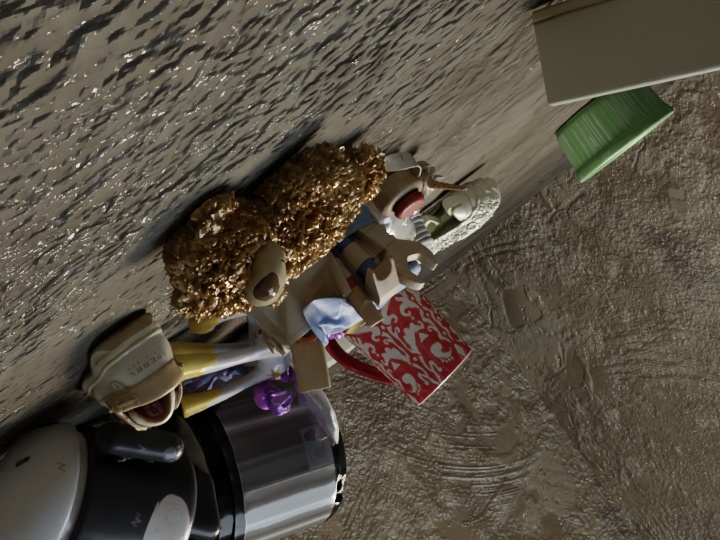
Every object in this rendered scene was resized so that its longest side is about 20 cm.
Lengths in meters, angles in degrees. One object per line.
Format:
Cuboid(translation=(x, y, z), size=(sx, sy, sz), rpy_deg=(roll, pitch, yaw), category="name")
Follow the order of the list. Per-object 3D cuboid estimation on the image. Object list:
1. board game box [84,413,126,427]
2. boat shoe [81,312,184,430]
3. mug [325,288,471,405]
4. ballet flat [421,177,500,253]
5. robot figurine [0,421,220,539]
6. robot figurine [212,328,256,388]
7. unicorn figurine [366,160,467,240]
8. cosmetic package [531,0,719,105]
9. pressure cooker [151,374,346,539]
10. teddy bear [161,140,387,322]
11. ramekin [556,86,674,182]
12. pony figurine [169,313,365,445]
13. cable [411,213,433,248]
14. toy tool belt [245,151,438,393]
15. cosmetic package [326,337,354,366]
Cuboid(translation=(-0.326, 0.250, 0.979), size=(0.159, 0.097, 0.200), rpy_deg=(-38, 175, 11), category="board game box")
Cuboid(translation=(-0.182, 0.097, 0.747), size=(0.073, 0.070, 0.200), rpy_deg=(-34, 174, -20), category="boat shoe")
Cuboid(translation=(0.043, 0.083, 1.273), size=(0.133, 0.200, 0.178), rpy_deg=(-43, 174, -23), category="mug")
Cuboid(translation=(0.117, -0.069, 1.307), size=(0.199, 0.072, 0.072), rpy_deg=(-37, 175, 5), category="ballet flat")
Cuboid(translation=(-0.225, 0.206, 0.811), size=(0.124, 0.198, 0.153), rpy_deg=(4, -104, 56), category="robot figurine")
Cuboid(translation=(-0.138, 0.141, 1.177), size=(0.199, 0.113, 0.170), rpy_deg=(-38, -152, 11), category="robot figurine")
Cuboid(translation=(0.024, -0.042, 0.905), size=(0.137, 0.074, 0.200), rpy_deg=(-45, 176, -3), category="unicorn figurine")
Cuboid(translation=(0.231, -0.172, 0.627), size=(0.198, 0.074, 0.103), rpy_deg=(-6, -170, 45), category="cosmetic package")
Cuboid(translation=(-0.135, 0.213, 0.993), size=(0.198, 0.176, 0.181), rpy_deg=(-12, 132, -33), category="pressure cooker")
Cuboid(translation=(-0.045, -0.024, 0.611), size=(0.145, 0.067, 0.200), rpy_deg=(-41, 174, 18), category="teddy bear")
Cuboid(translation=(0.441, -0.255, 1.605), size=(0.199, 0.098, 0.200), rpy_deg=(-36, 174, -4), category="ramekin")
Cuboid(translation=(-0.083, 0.083, 0.890), size=(0.197, 0.168, 0.194), rpy_deg=(-13, 154, -14), category="pony figurine")
Cuboid(translation=(0.000, 0.000, 1.093), size=(0.199, 0.070, 0.200), rpy_deg=(-38, 174, 13), category="cable")
Cuboid(translation=(-0.001, 0.005, 0.767), size=(0.199, 0.123, 0.125), rpy_deg=(-35, 166, -18), category="toy tool belt")
Cuboid(translation=(-0.083, 0.167, 1.938), size=(0.113, 0.082, 0.199), rpy_deg=(-41, 172, 28), category="cosmetic package")
